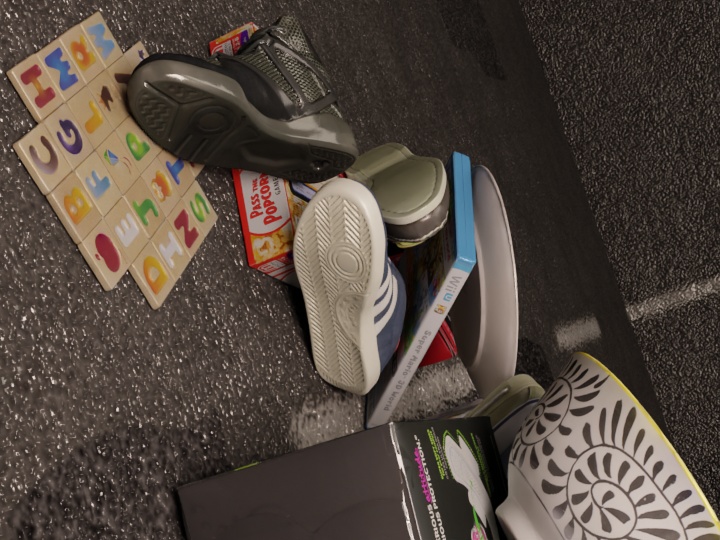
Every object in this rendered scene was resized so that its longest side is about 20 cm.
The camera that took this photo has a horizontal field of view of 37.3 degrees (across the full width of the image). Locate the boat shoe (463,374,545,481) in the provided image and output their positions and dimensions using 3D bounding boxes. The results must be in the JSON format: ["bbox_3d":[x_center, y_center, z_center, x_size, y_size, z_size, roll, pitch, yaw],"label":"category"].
[{"bbox_3d":[0.073,0.160,0.799,0.072,0.200,0.062,41,15,-32],"label":"boat shoe"}]

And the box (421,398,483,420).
[{"bbox_3d":[0.084,0.181,0.929,0.200,0.100,0.114,0,70,-69],"label":"box"}]

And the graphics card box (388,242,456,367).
[{"bbox_3d":[0.058,-0.011,1.119,0.126,0.050,0.201,57,25,-30],"label":"graphics card box"}]

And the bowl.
[{"bbox_3d":[0.143,0.161,0.644,0.202,0.093,0.201,61,-3,6],"label":"bowl"}]

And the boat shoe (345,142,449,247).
[{"bbox_3d":[0.037,-0.055,0.871,0.061,0.071,0.201,65,-2,-20],"label":"boat shoe"}]

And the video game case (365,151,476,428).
[{"bbox_3d":[0.048,0.019,0.902,0.018,0.201,0.144,17,38,-10],"label":"video game case"}]

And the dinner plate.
[{"bbox_3d":[0.096,0.014,0.892,0.200,0.024,0.203,177,-90,-82],"label":"dinner plate"}]

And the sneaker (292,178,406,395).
[{"bbox_3d":[0.000,0.000,0.825,0.085,0.074,0.202,-50,153,-40],"label":"sneaker"}]

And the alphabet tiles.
[{"bbox_3d":[-0.153,-0.076,0.695,0.168,0.006,0.201,62,21,-21],"label":"alphabet tiles"}]

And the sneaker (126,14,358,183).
[{"bbox_3d":[-0.090,-0.136,0.770,0.198,0.076,0.116,7,57,-46],"label":"sneaker"}]

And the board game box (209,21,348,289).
[{"bbox_3d":[-0.054,-0.085,0.902,0.151,0.046,0.203,29,45,-61],"label":"board game box"}]

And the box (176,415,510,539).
[{"bbox_3d":[0.006,0.170,0.667,0.200,0.147,0.126,18,55,-67],"label":"box"}]
